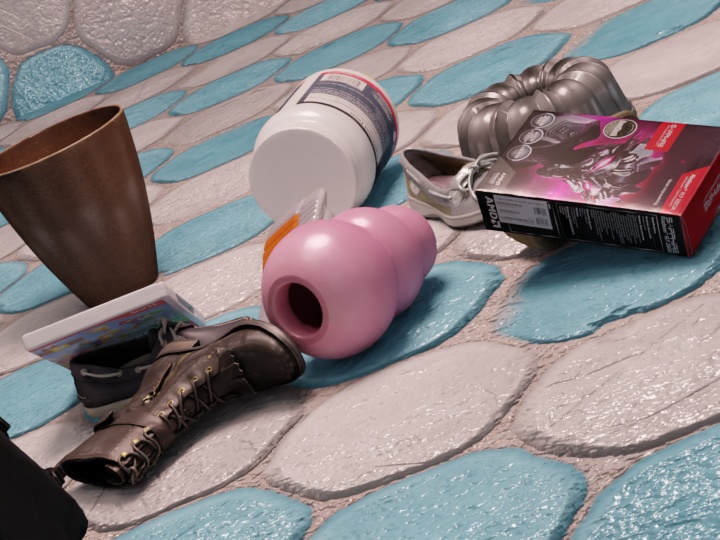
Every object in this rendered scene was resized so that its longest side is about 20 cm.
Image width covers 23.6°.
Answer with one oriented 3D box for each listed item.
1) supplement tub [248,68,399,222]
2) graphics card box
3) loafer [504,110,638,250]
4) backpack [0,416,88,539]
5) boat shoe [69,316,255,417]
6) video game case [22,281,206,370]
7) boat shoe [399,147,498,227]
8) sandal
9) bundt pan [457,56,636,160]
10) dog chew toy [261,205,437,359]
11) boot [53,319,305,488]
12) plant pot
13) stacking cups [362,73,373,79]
[{"bbox_3d":[-0.041,-0.138,1.963,0.140,0.141,0.200,-17,19,21],"label":"supplement tub"},{"bbox_3d":[0.215,-0.078,1.489,0.200,0.051,0.126,9,45,34],"label":"graphics card box"},{"bbox_3d":[0.198,-0.089,1.614,0.067,0.076,0.200,4,32,45],"label":"loafer"},{"bbox_3d":[-0.342,0.213,1.333,0.200,0.163,0.154,-21,31,32],"label":"backpack"},{"bbox_3d":[-0.188,0.080,1.650,0.200,0.063,0.073,-22,18,15],"label":"boat shoe"},{"bbox_3d":[-0.237,0.060,1.690,0.143,0.017,0.200,-21,-12,2],"label":"video game case"},{"bbox_3d":[0.101,-0.091,1.765,0.074,0.065,0.202,-30,18,-18],"label":"boat shoe"},{"bbox_3d":[-0.057,0.006,1.723,0.079,0.059,0.207,-33,32,33],"label":"sandal"},{"bbox_3d":[0.191,-0.170,1.863,0.202,0.076,0.202,-22,18,8],"label":"bundt pan"},{"bbox_3d":[0.000,0.000,1.560,0.124,0.125,0.200,-10,14,38],"label":"dog chew toy"},{"bbox_3d":[-0.156,0.127,1.498,0.200,0.069,0.174,-14,25,42],"label":"boot"},{"bbox_3d":[-0.320,-0.064,2.019,0.187,0.200,0.187,-22,18,8],"label":"plant pot"},{"bbox_3d":[-0.014,-0.195,2.255,0.060,0.061,0.200,-19,23,17],"label":"stacking cups"}]
